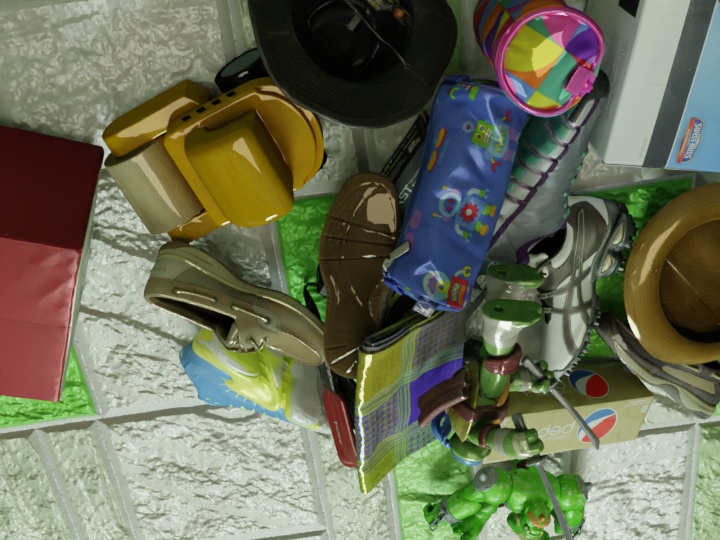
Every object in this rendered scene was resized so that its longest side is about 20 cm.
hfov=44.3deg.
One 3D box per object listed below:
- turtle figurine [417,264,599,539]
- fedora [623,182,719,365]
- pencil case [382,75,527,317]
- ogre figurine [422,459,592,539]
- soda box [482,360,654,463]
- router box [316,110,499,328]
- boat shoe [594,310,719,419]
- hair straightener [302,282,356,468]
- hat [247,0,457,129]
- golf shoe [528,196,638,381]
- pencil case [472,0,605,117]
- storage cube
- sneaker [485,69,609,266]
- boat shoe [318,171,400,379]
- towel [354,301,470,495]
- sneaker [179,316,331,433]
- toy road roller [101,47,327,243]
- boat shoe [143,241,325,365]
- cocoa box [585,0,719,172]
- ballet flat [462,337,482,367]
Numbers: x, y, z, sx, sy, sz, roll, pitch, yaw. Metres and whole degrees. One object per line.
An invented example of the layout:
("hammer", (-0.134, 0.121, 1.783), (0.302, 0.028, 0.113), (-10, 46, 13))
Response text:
("turtle figurine", (0.157, 0.106, 0.804), (0.143, 0.199, 0.196), (-27, 129, -39))
("fedora", (0.339, -0.003, 0.891), (0.197, 0.082, 0.203), (-5, 115, -10))
("pencil case", (0.077, -0.064, 0.744), (0.086, 0.078, 0.203), (15, 95, -30))
("ogre figurine", (0.184, 0.274, 1.043), (0.198, 0.099, 0.121), (22, 135, 1))
("soda box", (0.211, 0.150, 0.954), (0.197, 0.064, 0.068), (-4, 126, -22))
("router box", (0.068, -0.030, 0.871), (0.149, 0.062, 0.201), (28, 114, -17))
("boat shoe", (0.332, 0.088, 0.963), (0.199, 0.075, 0.074), (32, 103, -30))
("hair straightener", (-0.016, 0.104, 0.944), (0.041, 0.077, 0.203), (-7, 106, 49))
("hat", (-0.019, -0.198, 0.737), (0.199, 0.203, 0.081), (29, 154, -19))
("golf shoe", (0.204, 0.017, 0.907), (0.093, 0.078, 0.203), (17, 105, -3))
("pencil case", (0.141, -0.188, 0.715), (0.087, 0.201, 0.090), (2, 116, 4))
("storage cube", (-0.331, -0.016, 0.773), (0.177, 0.201, 0.173), (10, 123, -15))
("sneaker", (0.166, -0.086, 0.783), (0.087, 0.075, 0.201), (20, 123, -26))
("boat shoe", (0.000, 0.000, 0.820), (0.072, 0.063, 0.203), (12, 115, 7))
("towel", (0.051, 0.118, 0.867), (0.143, 0.023, 0.202), (-26, 134, -34))
("sneaker", (-0.110, 0.119, 0.951), (0.104, 0.076, 0.200), (-21, 130, 37))
("toy road roller", (-0.127, -0.093, 0.772), (0.198, 0.147, 0.124), (-25, 119, 10))
("boat shoe", (-0.113, 0.048, 0.844), (0.199, 0.066, 0.072), (33, 145, -23))
("cocoa box", (0.270, -0.202, 0.748), (0.129, 0.134, 0.202), (3, 120, -7))
("ballet flat", (0.074, 0.156, 0.973), (0.057, 0.066, 0.200), (47, 108, 12))
